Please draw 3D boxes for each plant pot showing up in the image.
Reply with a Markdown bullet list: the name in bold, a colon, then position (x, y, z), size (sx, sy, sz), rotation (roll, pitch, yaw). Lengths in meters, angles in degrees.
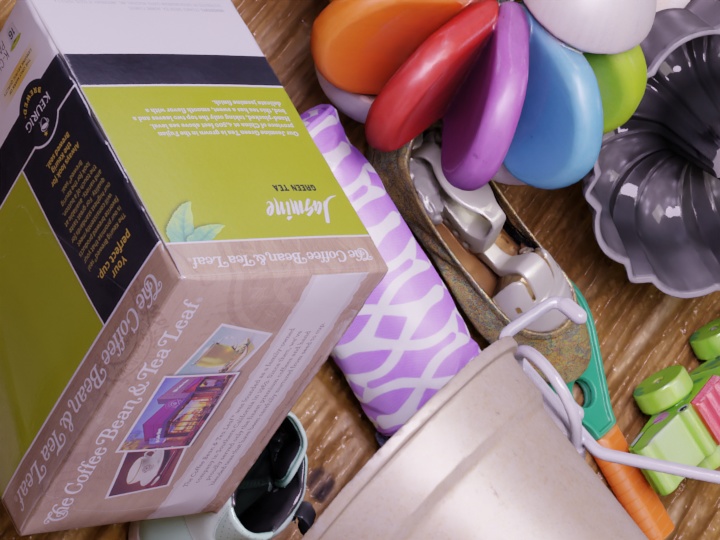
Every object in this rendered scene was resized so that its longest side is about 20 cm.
- **plant pot**: position (0.079, 0.172, 1.514), size (0.183, 0.201, 0.200), rotation (44, 50, 9)

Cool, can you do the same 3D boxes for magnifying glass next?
- **magnifying glass**: position (0.142, 0.086, 1.749), size (0.080, 0.022, 0.201), rotation (-38, 101, -39)

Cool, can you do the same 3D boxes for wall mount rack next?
- **wall mount rack**: position (0.150, 0.113, 1.619), size (0.074, 0.201, 0.174), rotation (-32, 60, -16)

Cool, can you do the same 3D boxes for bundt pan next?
- **bundt pan**: position (0.219, -0.086, 1.710), size (0.201, 0.202, 0.076), rotation (25, 19, -32)

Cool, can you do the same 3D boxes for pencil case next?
- **pencil case**: position (0.000, 0.000, 1.617), size (0.201, 0.084, 0.086), rotation (60, 16, -12)

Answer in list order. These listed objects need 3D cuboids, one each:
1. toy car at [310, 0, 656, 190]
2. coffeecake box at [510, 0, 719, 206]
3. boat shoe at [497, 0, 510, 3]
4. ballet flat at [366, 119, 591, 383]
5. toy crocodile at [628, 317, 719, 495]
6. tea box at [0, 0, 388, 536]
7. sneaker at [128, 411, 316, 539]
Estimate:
- **toy car**: position (0.064, -0.116, 1.563), size (0.199, 0.175, 0.151), rotation (23, 46, -7)
- **coffeecake box**: position (0.157, -0.152, 1.738), size (0.199, 0.154, 0.073), rotation (25, 19, -32)
- **boat shoe**: position (0.043, -0.225, 1.622), size (0.201, 0.072, 0.062), rotation (63, 29, -29)
- **ballet flat**: position (0.081, -0.013, 1.679), size (0.200, 0.071, 0.071), rotation (51, 52, -7)
- **toy crocodile**: position (0.235, 0.079, 1.792), size (0.200, 0.062, 0.068), rotation (-39, 103, -46)
- **tea box**: position (-0.120, -0.005, 1.397), size (0.133, 0.200, 0.197), rotation (-2, 51, -39)
- **sneaker**: position (-0.054, 0.075, 1.525), size (0.074, 0.118, 0.202), rotation (31, 59, -27)
